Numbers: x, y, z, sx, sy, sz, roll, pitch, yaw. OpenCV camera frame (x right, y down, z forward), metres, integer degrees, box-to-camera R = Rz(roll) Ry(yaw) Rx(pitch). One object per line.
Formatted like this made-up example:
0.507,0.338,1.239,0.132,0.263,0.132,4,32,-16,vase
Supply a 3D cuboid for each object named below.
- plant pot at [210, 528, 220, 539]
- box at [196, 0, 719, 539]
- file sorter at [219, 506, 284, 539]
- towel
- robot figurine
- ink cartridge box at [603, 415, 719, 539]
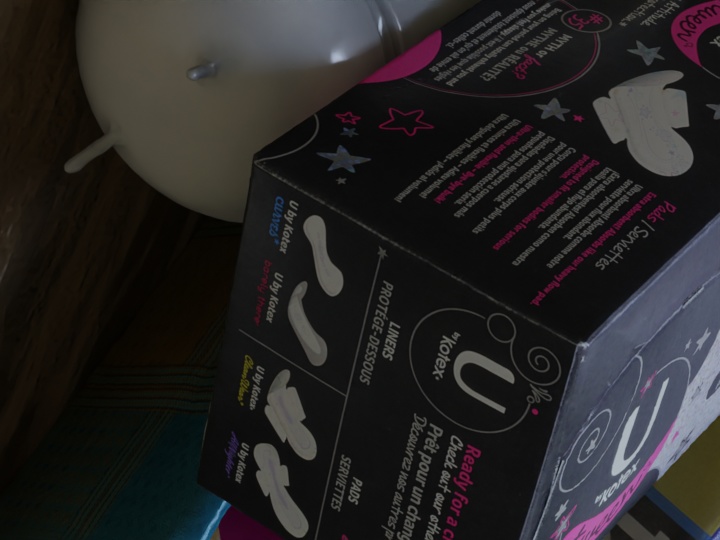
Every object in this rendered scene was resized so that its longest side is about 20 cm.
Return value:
-0.101,0.160,0.839,0.200,0.027,0.200,-55,-165,23,plant pot
0.059,0.001,0.735,0.200,0.115,0.132,-37,149,-45,box
0.004,0.198,0.887,0.126,0.200,0.139,-60,-160,13,file sorter
-0.050,0.031,0.832,0.022,0.147,0.200,43,70,-24,towel
-0.014,-0.088,0.773,0.200,0.113,0.170,-38,172,-44,robot figurine
0.118,0.053,0.855,0.198,0.200,0.047,-53,145,6,ink cartridge box
